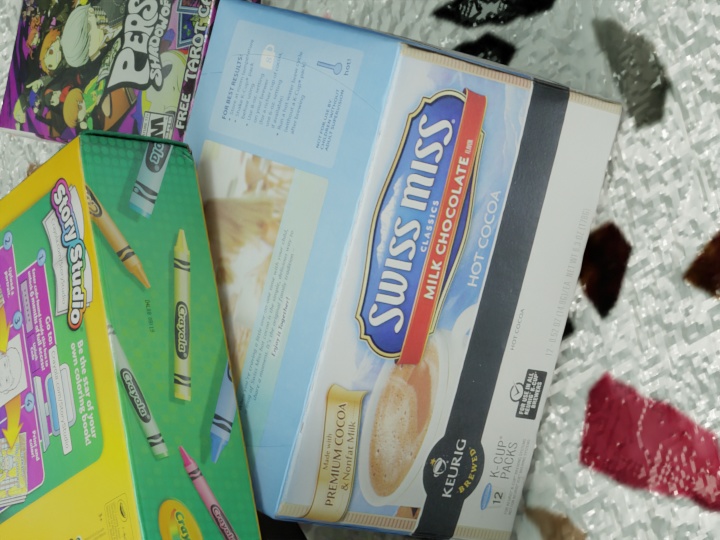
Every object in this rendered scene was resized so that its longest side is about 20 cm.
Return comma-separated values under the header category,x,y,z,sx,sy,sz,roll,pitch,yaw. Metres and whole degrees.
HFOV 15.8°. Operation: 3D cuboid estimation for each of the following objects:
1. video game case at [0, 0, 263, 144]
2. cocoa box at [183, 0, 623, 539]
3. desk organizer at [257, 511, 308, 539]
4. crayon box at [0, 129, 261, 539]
category,x,y,z,sx,sy,sz,roll,pitch,yaw
video game case,-0.111,-0.158,1.341,0.181,0.036,0.200,13,92,51
cocoa box,0.000,0.000,1.100,0.133,0.131,0.200,20,97,50
desk organizer,-0.044,0.148,1.158,0.072,0.077,0.200,-36,30,-1
crayon box,-0.108,0.058,1.066,0.119,0.058,0.200,-33,60,45
